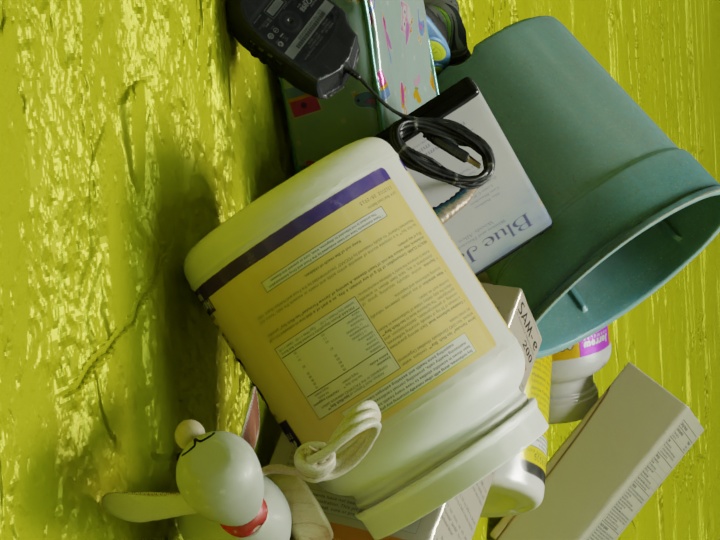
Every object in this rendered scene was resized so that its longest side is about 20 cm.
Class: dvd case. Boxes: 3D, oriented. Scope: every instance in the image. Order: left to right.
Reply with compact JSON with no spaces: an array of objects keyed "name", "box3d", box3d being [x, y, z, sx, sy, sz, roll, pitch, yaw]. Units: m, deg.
[{"name":"dvd case","box3d":[0.044,-0.039,1.520,0.018,0.143,0.200,58,3,31]}]

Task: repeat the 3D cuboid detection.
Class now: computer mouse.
[{"name":"computer mouse","box3d":[-0.002,-0.114,1.420,0.059,0.200,0.034,-52,-179,-28]}]

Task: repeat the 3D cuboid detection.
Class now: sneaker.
[{"name":"sneaker","box3d":[0.040,-0.175,1.715,0.200,0.071,0.083,24,52,-72]}]

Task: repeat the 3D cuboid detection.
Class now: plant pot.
[{"name":"plant pot","box3d":[0.146,-0.072,1.700,0.196,0.200,0.200,55,10,16]}]

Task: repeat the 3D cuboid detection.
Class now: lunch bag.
[{"name":"lunch bag","box3d":[-0.001,-0.148,1.546,0.160,0.077,0.201,-58,143,-62]}]

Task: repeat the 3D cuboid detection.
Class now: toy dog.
[{"name":"toy dog","box3d":[-0.077,0.115,1.241,0.132,0.096,0.200,-28,157,-30]}]

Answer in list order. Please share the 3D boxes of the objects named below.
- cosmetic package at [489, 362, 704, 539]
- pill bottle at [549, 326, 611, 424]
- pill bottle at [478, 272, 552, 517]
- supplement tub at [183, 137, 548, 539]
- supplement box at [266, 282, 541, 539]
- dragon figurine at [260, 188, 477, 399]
[{"name":"cosmetic package","box3d":[0.214,0.189,2.035,0.200,0.073,0.104,-51,157,-3]},{"name":"pill bottle","box3d":[0.170,0.031,2.030,0.104,0.104,0.201,-44,130,-67]},{"name":"pill bottle","box3d":[0.094,0.084,1.772,0.111,0.111,0.201,51,41,-63]},{"name":"supplement tub","box3d":[0.005,0.040,1.323,0.200,0.145,0.145,58,19,2]},{"name":"supplement box","box3d":[0.025,0.102,1.466,0.200,0.126,0.074,-67,153,-25]},{"name":"dragon figurine","box3d":[0.000,0.000,1.453,0.200,0.099,0.059,-62,157,-22]}]
